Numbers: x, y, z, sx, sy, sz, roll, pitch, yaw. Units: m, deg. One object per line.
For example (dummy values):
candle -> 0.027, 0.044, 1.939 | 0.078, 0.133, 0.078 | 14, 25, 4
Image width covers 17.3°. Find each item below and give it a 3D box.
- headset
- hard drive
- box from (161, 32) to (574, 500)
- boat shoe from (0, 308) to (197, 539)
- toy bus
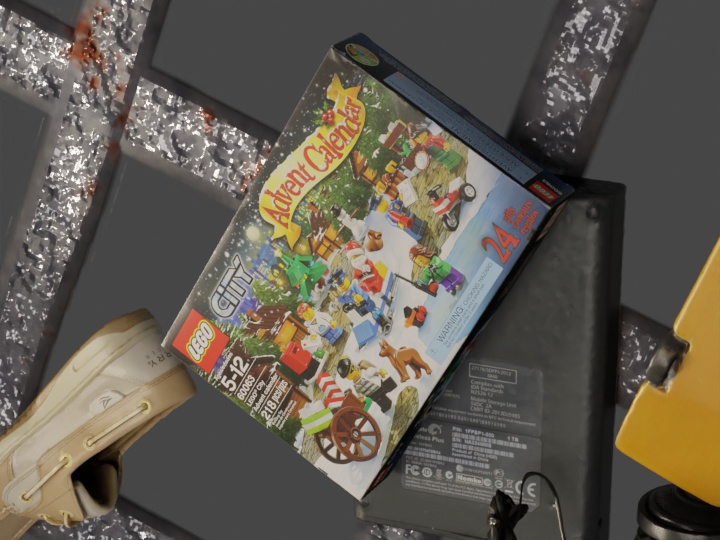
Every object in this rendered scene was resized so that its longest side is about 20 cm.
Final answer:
headset -> 0.153, 0.163, 1.181 | 0.200, 0.094, 0.124 | 27, 109, -3
hard drive -> 0.064, 0.044, 1.228 | 0.139, 0.033, 0.200 | 9, 110, 23
box -> 0.000, 0.000, 1.202 | 0.136, 0.038, 0.200 | 36, 118, 10
boat shoe -> -0.165, 0.110, 1.332 | 0.069, 0.074, 0.200 | 47, 119, 11
toy bus -> 0.194, 0.016, 1.132 | 0.065, 0.078, 0.200 | 31, 117, 14
